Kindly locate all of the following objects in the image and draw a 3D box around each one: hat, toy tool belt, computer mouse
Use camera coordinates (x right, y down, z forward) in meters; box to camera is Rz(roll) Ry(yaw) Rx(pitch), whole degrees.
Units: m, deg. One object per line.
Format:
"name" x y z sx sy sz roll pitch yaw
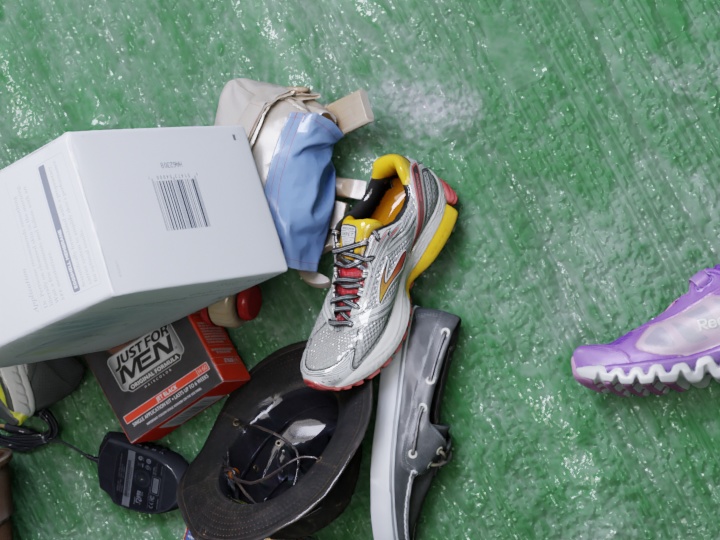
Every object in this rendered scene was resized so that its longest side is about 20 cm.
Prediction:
"hat" -0.046 0.153 1.581 0.200 0.201 0.081 -37 121 11
"toy tool belt" -0.057 -0.048 1.577 0.122 0.125 0.201 8 92 23
"computer mouse" -0.223 0.150 1.667 0.199 0.034 0.059 20 112 19

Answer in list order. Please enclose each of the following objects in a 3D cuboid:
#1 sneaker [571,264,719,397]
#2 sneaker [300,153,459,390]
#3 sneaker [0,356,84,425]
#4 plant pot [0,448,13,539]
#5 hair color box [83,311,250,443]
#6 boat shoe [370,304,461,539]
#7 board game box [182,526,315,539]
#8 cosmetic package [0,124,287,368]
"sneaker" 0.256 0.043 1.519 0.199 0.080 0.089 -10 80 10
"sneaker" 0.000 0.000 1.548 0.078 0.082 0.201 7 65 41
"sneaker" -0.288 0.023 1.652 0.074 0.084 0.201 -3 104 55
"plant pot" -0.358 0.265 1.624 0.199 0.200 0.199 -11 94 14
"hair color box" -0.184 0.028 1.633 0.101 0.061 0.201 -34 78 16
"boat shoe" 0.044 0.127 1.575 0.056 0.069 0.201 4 88 14
"board game box" -0.091 0.306 1.617 0.151 0.046 0.201 19 94 14
"cosmetic package" -0.199 -0.014 1.478 0.199 0.199 0.124 -22 82 35
